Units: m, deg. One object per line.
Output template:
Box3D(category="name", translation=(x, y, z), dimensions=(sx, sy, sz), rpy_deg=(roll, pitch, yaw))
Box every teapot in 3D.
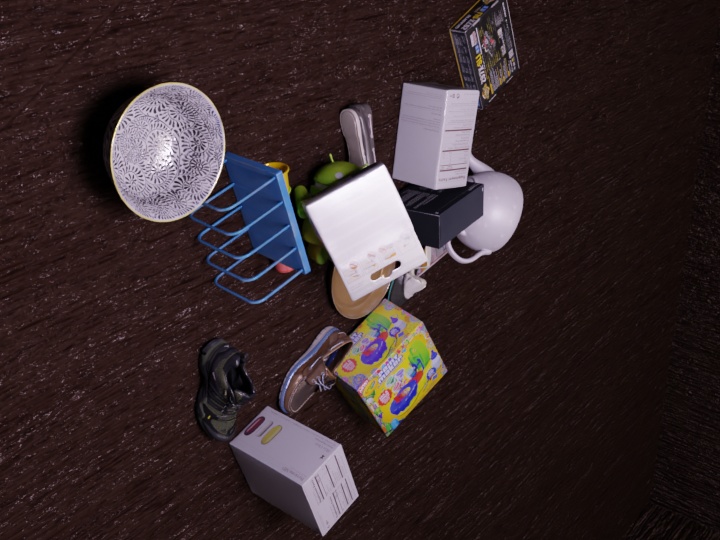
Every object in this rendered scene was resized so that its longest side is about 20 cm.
Box3D(category="teapot", translation=(0.260, -0.139, 1.916), dimensions=(0.146, 0.200, 0.198), rpy_deg=(19, 116, -20))

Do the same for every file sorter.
Box3D(category="file sorter", translation=(-0.191, -0.066, 1.393), dimensions=(0.123, 0.139, 0.200), rpy_deg=(-39, 133, -31))

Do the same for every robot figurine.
Box3D(category="robot figurine", translation=(-0.043, -0.110, 1.573), dimensions=(0.175, 0.116, 0.201), rpy_deg=(10, 100, -21))

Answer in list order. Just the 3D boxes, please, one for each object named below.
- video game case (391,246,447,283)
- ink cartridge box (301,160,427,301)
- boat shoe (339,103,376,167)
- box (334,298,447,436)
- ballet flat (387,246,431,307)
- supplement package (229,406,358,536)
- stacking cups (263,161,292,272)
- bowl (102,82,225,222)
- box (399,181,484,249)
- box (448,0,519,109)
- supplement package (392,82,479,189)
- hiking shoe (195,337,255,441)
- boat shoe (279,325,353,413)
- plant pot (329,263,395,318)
Box3D(category="video game case", translation=(0.131, -0.057, 1.897), dimensions=(0.200, 0.017, 0.143), rpy_deg=(-38, 133, -36))
Box3D(category="ink cartridge box", translation=(0.009, -0.071, 1.514), dimensions=(0.162, 0.050, 0.200), rpy_deg=(-28, 112, -6))
Box3D(category="boat shoe", translation=(0.007, -0.221, 1.629), dimensions=(0.057, 0.067, 0.201), rpy_deg=(-29, 123, -36))
Box3D(category="box", translation=(0.054, 0.207, 1.813), dimensions=(0.200, 0.122, 0.193), rpy_deg=(-46, 137, -15))
Box3D(category="ballet flat", translation=(0.110, -0.002, 1.821), dimensions=(0.068, 0.068, 0.201), rpy_deg=(-7, 112, -59))
Box3D(category="supplement package", translation=(-0.126, 0.379, 1.618), dimensions=(0.111, 0.200, 0.156), rpy_deg=(-44, 135, -32))
Box3D(category="stacking cups", translation=(-0.141, -0.091, 1.509), dimensions=(0.060, 0.060, 0.201), rpy_deg=(-37, 134, -36))
Box3D(category="bowl", translation=(-0.302, -0.178, 1.236), dimensions=(0.200, 0.094, 0.201), rpy_deg=(-25, 124, -43))
Box3D(category="box", translation=(0.152, -0.126, 1.769), dimensions=(0.200, 0.141, 0.079), rpy_deg=(-35, 127, -47))
Box3D(category="box", translation=(0.275, -0.482, 1.863), dimensions=(0.160, 0.049, 0.200), rpy_deg=(-47, 137, -24))
Box3D(category="supplement package", translation=(0.154, -0.278, 1.745), dimensions=(0.117, 0.117, 0.201), rpy_deg=(-14, 116, -48))
Box3D(category="hiking shoe", translation=(-0.234, 0.224, 1.496), dimensions=(0.076, 0.100, 0.201), rpy_deg=(-23, 123, -43))
Box3D(category="boat shoe", translation=(-0.087, 0.202, 1.694), dimensions=(0.200, 0.072, 0.072), rpy_deg=(-58, 141, -16))
Box3D(category="plant pot", translation=(0.000, 0.000, 1.752), dimensions=(0.200, 0.027, 0.201), rpy_deg=(-25, 125, -43))
